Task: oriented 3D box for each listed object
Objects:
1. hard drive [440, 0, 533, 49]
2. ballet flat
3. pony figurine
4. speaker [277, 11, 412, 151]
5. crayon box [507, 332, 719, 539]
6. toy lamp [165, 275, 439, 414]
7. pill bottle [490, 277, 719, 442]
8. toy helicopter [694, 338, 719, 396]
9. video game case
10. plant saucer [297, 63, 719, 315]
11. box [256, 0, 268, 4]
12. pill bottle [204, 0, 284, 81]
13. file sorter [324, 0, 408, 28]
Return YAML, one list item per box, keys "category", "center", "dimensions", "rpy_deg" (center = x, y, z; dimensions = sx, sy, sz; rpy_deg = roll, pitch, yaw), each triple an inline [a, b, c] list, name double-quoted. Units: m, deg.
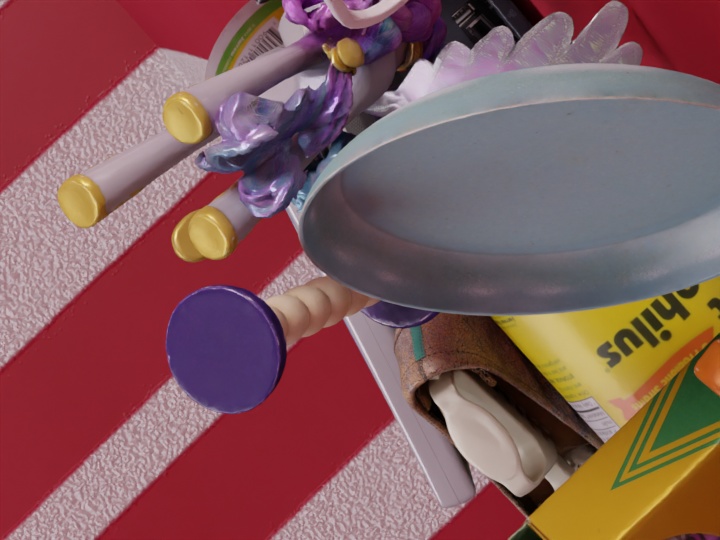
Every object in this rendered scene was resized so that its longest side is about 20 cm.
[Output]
- category: "hard drive"
  center: [0.002, -0.164, 1.326]
  dimensions: [0.200, 0.042, 0.135]
  rpy_deg: [48, 176, -14]
- category: "ballet flat"
  center: [0.087, 0.094, 1.331]
  dimensions: [0.200, 0.068, 0.067]
  rpy_deg: [40, -155, -20]
- category: "pony figurine"
  center: [-0.008, -0.086, 1.168]
  dimensions: [0.167, 0.200, 0.193]
  rpy_deg: [54, 145, -3]
- category: "speaker"
  center: [0.029, -0.055, 1.417]
  dimensions: [0.081, 0.081, 0.201]
  rpy_deg: [56, -169, -67]
- category: "crayon box"
  center: [0.158, 0.106, 1.206]
  dimensions: [0.127, 0.200, 0.051]
  rpy_deg: [49, 175, -38]
- category: "toy lamp"
  center: [-0.008, 0.010, 1.179]
  dimensions: [0.058, 0.058, 0.200]
  rpy_deg: [46, -153, 8]
- category: "pill bottle"
  center: [0.142, 0.031, 1.301]
  dimensions: [0.200, 0.109, 0.109]
  rpy_deg: [47, 176, -8]
- category: "toy helicopter"
  center: [0.230, 0.066, 1.117]
  dimensions: [0.132, 0.079, 0.200]
  rpy_deg: [40, -175, 39]
- category: "video game case"
  center: [0.000, 0.000, 1.441]
  dimensions: [0.182, 0.022, 0.201]
  rpy_deg: [-102, -14, -68]
- category: "plant saucer"
  center: [0.075, -0.032, 1.086]
  dimensions: [0.200, 0.199, 0.028]
  rpy_deg: [55, -152, -64]
- category: "box"
  center: [-0.081, -0.224, 1.244]
  dimensions: [0.200, 0.035, 0.110]
  rpy_deg: [45, 136, 16]
- category: "pill bottle"
  center: [0.007, -0.075, 1.650]
  dimensions: [0.200, 0.111, 0.111]
  rpy_deg: [44, 175, 35]
- category: "file sorter"
  center: [-0.032, -0.190, 0.858]
  dimensions: [0.200, 0.125, 0.139]
  rpy_deg: [45, 176, 23]
